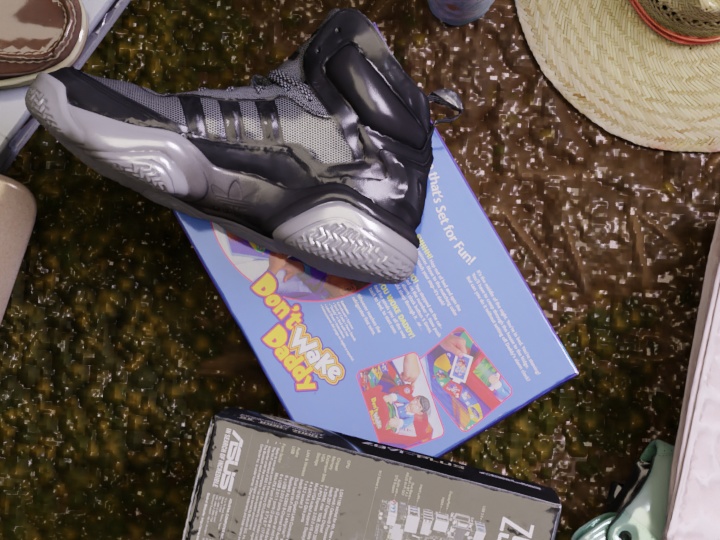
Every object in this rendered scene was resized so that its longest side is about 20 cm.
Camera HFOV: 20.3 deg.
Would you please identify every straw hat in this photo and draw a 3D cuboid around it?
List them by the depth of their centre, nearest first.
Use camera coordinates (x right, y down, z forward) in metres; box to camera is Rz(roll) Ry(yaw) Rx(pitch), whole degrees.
[{"bbox_3d":[0.170,-0.165,0.992,0.199,0.085,0.203,0,83,0],"label":"straw hat"}]

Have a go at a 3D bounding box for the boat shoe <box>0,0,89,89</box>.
[{"bbox_3d":[-0.232,-0.137,0.965,0.200,0.075,0.076,12,83,2],"label":"boat shoe"}]

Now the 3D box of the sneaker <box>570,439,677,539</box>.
[{"bbox_3d":[0.139,0.181,0.955,0.117,0.074,0.202,24,74,-3],"label":"sneaker"}]

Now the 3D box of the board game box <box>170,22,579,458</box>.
[{"bbox_3d":[0.000,0.000,0.994,0.134,0.045,0.201,-30,83,-2],"label":"board game box"}]

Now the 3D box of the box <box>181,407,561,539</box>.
[{"bbox_3d":[-0.010,0.179,0.913,0.162,0.086,0.202,13,89,3],"label":"box"}]

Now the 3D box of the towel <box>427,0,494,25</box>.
[{"bbox_3d":[0.064,-0.232,0.959,0.048,0.171,0.202,9,84,3],"label":"towel"}]

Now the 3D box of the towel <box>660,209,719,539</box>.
[{"bbox_3d":[0.249,0.076,0.958,0.198,0.032,0.193,19,66,-4],"label":"towel"}]

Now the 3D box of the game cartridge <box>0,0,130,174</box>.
[{"bbox_3d":[-0.192,-0.149,1.021,0.133,0.042,0.201,36,85,9],"label":"game cartridge"}]

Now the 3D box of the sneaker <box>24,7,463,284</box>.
[{"bbox_3d":[-0.051,-0.077,0.947,0.198,0.075,0.115,23,83,-2],"label":"sneaker"}]

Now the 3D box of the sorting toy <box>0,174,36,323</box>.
[{"bbox_3d":[-0.277,0.013,0.991,0.198,0.036,0.187,20,95,2],"label":"sorting toy"}]
